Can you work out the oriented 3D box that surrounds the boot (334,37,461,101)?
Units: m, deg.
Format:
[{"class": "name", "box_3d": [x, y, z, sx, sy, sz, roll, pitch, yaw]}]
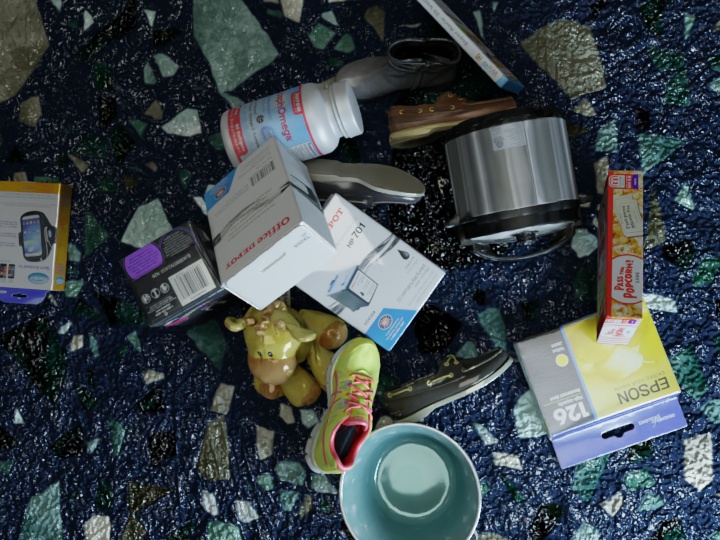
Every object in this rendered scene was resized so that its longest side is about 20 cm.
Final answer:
[{"class": "boot", "box_3d": [0.049, -0.308, 1.040, 0.199, 0.132, 0.070, -7, 88, 8]}]

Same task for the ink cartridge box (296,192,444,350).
[{"class": "ink cartridge box", "box_3d": [0.000, 0.000, 1.036, 0.200, 0.086, 0.147, 35, 93, -8]}]

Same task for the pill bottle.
[{"class": "pill bottle", "box_3d": [-0.102, -0.219, 1.062, 0.199, 0.109, 0.109, -16, 85, 12]}]

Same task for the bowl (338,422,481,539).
[{"class": "bowl", "box_3d": [0.075, 0.316, 1.020, 0.200, 0.105, 0.202, 0, 86, 8]}]

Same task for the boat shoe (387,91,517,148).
[{"class": "boat shoe", "box_3d": [0.136, -0.238, 1.055, 0.199, 0.072, 0.068, -10, 88, 10]}]

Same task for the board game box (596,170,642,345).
[{"class": "board game box", "box_3d": [0.351, -0.013, 0.950, 0.046, 0.152, 0.201, 3, 72, 15]}]

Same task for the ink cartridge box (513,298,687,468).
[{"class": "ink cartridge box", "box_3d": [0.352, 0.166, 1.020, 0.197, 0.047, 0.201, -21, 82, 5]}]

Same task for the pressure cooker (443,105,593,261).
[{"class": "pressure cooker", "box_3d": [0.212, -0.114, 0.981, 0.176, 0.178, 0.201, -12, 88, 49]}]

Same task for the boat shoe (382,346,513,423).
[{"class": "boat shoe", "box_3d": [0.127, 0.162, 1.037, 0.201, 0.072, 0.061, -30, 88, 8]}]

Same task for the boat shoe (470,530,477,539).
[{"class": "boat shoe", "box_3d": [0.105, 0.462, 1.028, 0.070, 0.066, 0.200, 40, 93, 8]}]

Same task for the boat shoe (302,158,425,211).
[{"class": "boat shoe", "box_3d": [0.000, -0.126, 1.085, 0.199, 0.073, 0.063, 10, 127, 5]}]

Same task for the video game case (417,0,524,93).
[{"class": "video game case", "box_3d": [0.156, -0.339, 1.023, 0.018, 0.143, 0.200, -44, 82, 22]}]

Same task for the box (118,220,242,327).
[{"class": "box", "box_3d": [-0.242, 0.010, 1.032, 0.122, 0.200, 0.106, -28, 84, 6]}]

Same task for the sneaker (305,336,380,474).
[{"class": "sneaker", "box_3d": [-0.008, 0.190, 0.972, 0.078, 0.090, 0.201, 21, 77, -24]}]

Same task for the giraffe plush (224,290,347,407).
[{"class": "giraffe plush", "box_3d": [-0.113, 0.107, 1.027, 0.172, 0.162, 0.201, -22, 85, 7]}]

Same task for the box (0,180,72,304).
[{"class": "box", "box_3d": [-0.550, -0.046, 1.161, 0.118, 0.041, 0.201, 4, 90, 8]}]

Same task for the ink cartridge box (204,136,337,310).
[{"class": "ink cartridge box", "box_3d": [-0.131, -0.068, 0.980, 0.144, 0.084, 0.200, -36, 45, 16]}]
